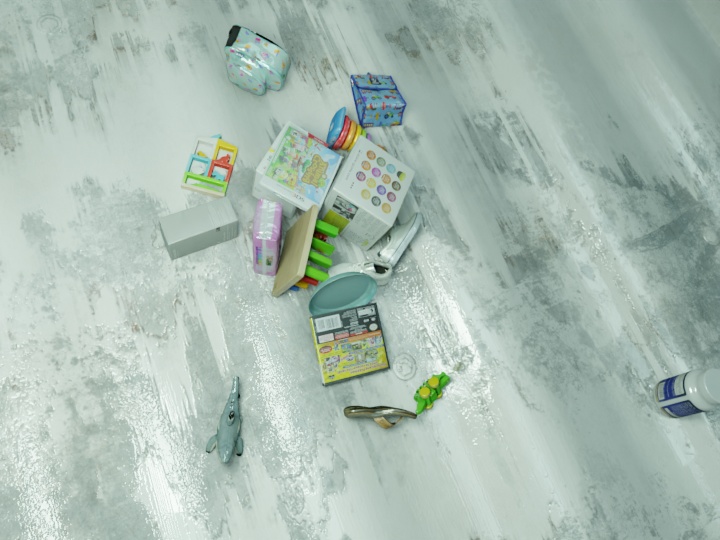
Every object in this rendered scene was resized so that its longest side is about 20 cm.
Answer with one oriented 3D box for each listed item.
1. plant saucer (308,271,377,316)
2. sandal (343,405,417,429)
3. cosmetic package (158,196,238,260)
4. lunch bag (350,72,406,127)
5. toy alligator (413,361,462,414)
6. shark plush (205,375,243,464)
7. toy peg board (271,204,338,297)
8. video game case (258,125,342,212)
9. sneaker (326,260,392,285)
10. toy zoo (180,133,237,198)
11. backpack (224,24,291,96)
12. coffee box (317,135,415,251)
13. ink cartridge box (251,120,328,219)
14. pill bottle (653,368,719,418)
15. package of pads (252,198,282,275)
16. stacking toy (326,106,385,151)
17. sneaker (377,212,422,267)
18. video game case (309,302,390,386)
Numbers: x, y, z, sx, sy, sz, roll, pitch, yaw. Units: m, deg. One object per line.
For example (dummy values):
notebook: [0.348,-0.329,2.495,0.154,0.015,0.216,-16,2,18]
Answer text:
plant saucer: [-0.050,0.063,1.497,0.194,0.203,0.028,-11,56,-19]
sandal: [0.051,0.384,1.457,0.193,0.082,0.057,3,83,-15]
cosmetic package: [-0.437,-0.114,1.518,0.196,0.107,0.092,-26,76,-21]
lunch bag: [0.051,-0.581,1.860,0.145,0.095,0.205,-6,57,-15]
toy alligator: [0.202,0.313,1.539,0.053,0.060,0.199,22,55,42]
shark plush: [-0.308,0.366,1.364,0.088,0.084,0.205,19,65,-5]
toy peg board: [-0.146,-0.035,1.521,0.096,0.198,0.206,21,63,-22]
video game case: [-0.162,-0.275,1.542,0.178,0.022,0.205,27,65,-10]
sneaker: [0.000,0.000,1.594,0.193,0.087,0.077,-5,71,-15]
toy zoo: [-0.438,-0.316,1.647,0.127,0.021,0.206,14,66,-9]
backpack: [-0.317,-0.635,1.729,0.194,0.176,0.158,16,81,-8]
coffee box: [0.010,-0.216,1.612,0.194,0.200,0.204,31,63,-9]
ink cartridge box: [-0.205,-0.289,1.628,0.142,0.145,0.204,29,65,-3]
pill bottle: [0.967,0.357,1.635,0.112,0.201,0.120,5,66,-12]
package of pads: [-0.249,-0.086,1.503,0.073,0.201,0.124,8,62,-5]
stacking toy: [-0.006,-0.408,1.767,0.195,0.116,0.113,22,57,-20]
sneaker: [0.119,-0.106,1.677,0.070,0.073,0.202,34,64,-2]
video game case: [-0.029,0.197,1.520,0.194,0.025,0.187,-10,83,-19]
